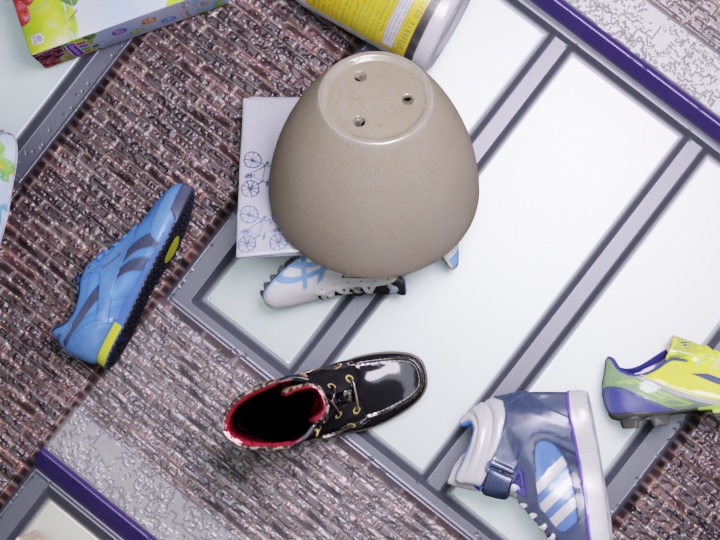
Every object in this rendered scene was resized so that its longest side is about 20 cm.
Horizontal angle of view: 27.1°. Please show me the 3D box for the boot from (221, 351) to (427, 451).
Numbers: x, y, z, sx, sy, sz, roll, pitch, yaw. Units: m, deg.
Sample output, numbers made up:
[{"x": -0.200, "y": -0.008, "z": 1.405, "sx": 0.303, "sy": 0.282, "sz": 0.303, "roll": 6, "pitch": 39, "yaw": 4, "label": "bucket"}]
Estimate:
[{"x": -0.035, "y": 0.123, "z": 1.396, "sx": 0.199, "sy": 0.151, "sz": 0.073, "roll": -11, "pitch": 86, "yaw": 3, "label": "boot"}]

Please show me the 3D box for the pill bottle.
[{"x": 0.003, "y": -0.285, "z": 1.437, "sx": 0.200, "sy": 0.111, "sz": 0.112, "roll": 29, "pitch": 89, "yaw": 4, "label": "pill bottle"}]

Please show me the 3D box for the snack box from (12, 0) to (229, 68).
[{"x": -0.251, "y": -0.315, "z": 1.474, "sx": 0.199, "sy": 0.068, "sz": 0.169, "roll": -20, "pitch": 85, "yaw": 0, "label": "snack box"}]

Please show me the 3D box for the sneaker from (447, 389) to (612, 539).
[{"x": 0.159, "y": 0.215, "z": 1.424, "sx": 0.146, "sy": 0.081, "sz": 0.201, "roll": -9, "pitch": 90, "yaw": 11, "label": "sneaker"}]

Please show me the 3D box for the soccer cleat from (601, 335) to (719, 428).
[{"x": 0.328, "y": 0.099, "z": 1.423, "sx": 0.199, "sy": 0.065, "sz": 0.084, "roll": -9, "pitch": 84, "yaw": 3, "label": "soccer cleat"}]

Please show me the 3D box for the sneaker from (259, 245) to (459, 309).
[{"x": 0.000, "y": 0.000, "z": 1.440, "sx": 0.199, "sy": 0.072, "sz": 0.073, "roll": -20, "pitch": 75, "yaw": 2, "label": "sneaker"}]

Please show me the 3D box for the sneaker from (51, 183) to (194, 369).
[{"x": -0.233, "y": -0.005, "z": 1.457, "sx": 0.078, "sy": 0.066, "sz": 0.201, "roll": 29, "pitch": 89, "yaw": 8, "label": "sneaker"}]

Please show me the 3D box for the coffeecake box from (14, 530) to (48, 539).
[{"x": -0.289, "y": 0.374, "z": 1.436, "sx": 0.200, "sy": 0.073, "sz": 0.154, "roll": 37, "pitch": 88, "yaw": 4, "label": "coffeecake box"}]

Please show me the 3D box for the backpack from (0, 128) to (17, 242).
[{"x": -0.428, "y": -0.071, "z": 1.420, "sx": 0.200, "sy": 0.147, "sz": 0.184, "roll": 5, "pitch": 84, "yaw": 44, "label": "backpack"}]

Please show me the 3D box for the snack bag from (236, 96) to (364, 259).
[{"x": -0.018, "y": -0.092, "z": 1.434, "sx": 0.199, "sy": 0.021, "sz": 0.189, "roll": 0, "pitch": 60, "yaw": 3, "label": "snack bag"}]

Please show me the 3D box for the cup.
[{"x": 0.013, "y": -0.114, "z": 1.353, "sx": 0.199, "sy": 0.143, "sz": 0.201, "roll": 0, "pitch": 60, "yaw": -1, "label": "cup"}]
